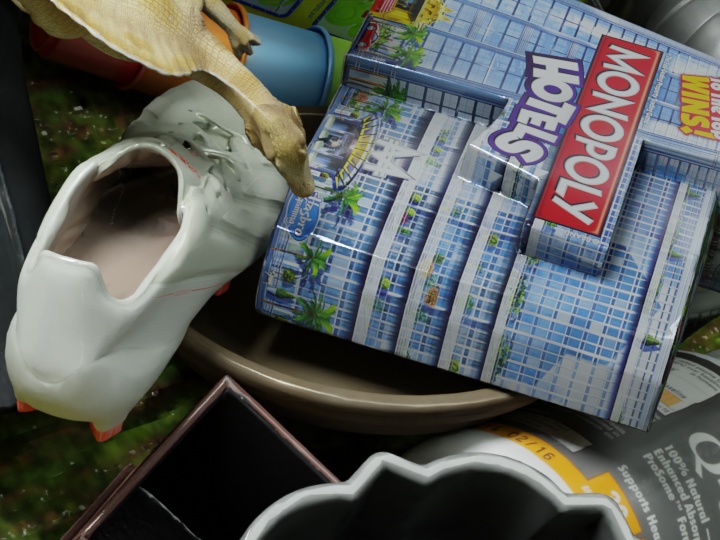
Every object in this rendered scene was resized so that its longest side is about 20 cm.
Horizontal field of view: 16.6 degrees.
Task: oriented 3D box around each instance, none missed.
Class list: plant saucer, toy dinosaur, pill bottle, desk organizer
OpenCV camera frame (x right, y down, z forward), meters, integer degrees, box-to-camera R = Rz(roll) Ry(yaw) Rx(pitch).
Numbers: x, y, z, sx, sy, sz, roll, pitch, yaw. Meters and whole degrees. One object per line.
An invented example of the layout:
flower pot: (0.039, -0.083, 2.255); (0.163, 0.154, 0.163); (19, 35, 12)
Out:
plant saucer: (0.000, 0.000, 0.945); (0.199, 0.030, 0.200); (7, 35, -5)
toy dinosaur: (-0.094, -0.095, 0.825); (0.199, 0.058, 0.101); (24, 20, -22)
pill bottle: (0.106, 0.096, 0.964); (0.200, 0.116, 0.117); (-18, 70, -44)
desk organizer: (-0.011, 0.139, 0.868); (0.200, 0.077, 0.072); (43, 42, -2)

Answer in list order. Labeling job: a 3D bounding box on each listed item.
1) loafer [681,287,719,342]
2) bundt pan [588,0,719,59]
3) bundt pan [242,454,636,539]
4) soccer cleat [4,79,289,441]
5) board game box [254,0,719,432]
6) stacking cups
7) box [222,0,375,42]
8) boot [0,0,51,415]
loafer: (0.075, 0.007, 1.039); (0.199, 0.075, 0.070); (-3, 64, -39)
bundt pan: (0.214, -0.125, 1.201); (0.201, 0.076, 0.203); (6, 49, -7)
bundt pan: (0.024, 0.164, 0.767); (0.201, 0.076, 0.203); (6, 67, -15)
soccer cleat: (-0.068, -0.022, 0.862); (0.069, 0.078, 0.200); (16, 36, 7)
board game box: (0.085, -0.034, 0.932); (0.199, 0.062, 0.200); (15, 37, 7)
stacking cups: (-0.039, -0.080, 1.031); (0.199, 0.061, 0.061); (13, 51, -28)
box: (-0.027, -0.206, 1.090); (0.192, 0.122, 0.201); (18, 48, -27)
boot: (-0.126, -0.047, 0.900); (0.165, 0.065, 0.201); (-5, 78, -55)
